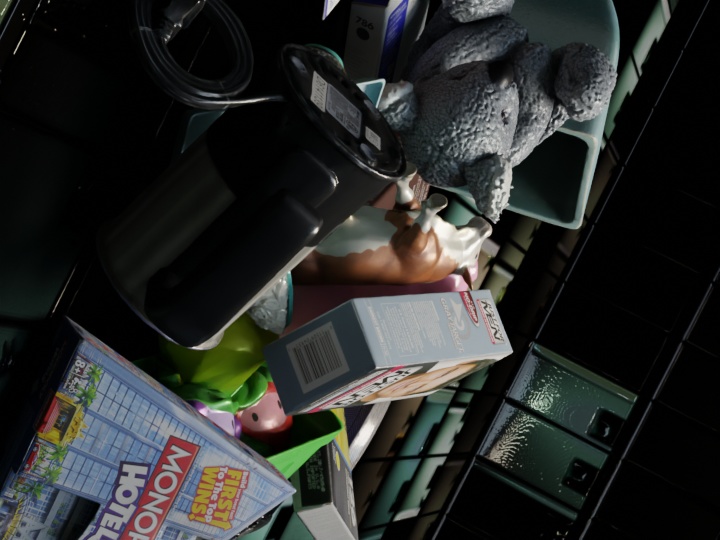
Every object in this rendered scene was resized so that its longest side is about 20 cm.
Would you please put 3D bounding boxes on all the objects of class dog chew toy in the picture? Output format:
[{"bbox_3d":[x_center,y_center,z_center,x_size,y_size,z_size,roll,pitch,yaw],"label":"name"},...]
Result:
[{"bbox_3d":[0.000,0.000,1.511,0.125,0.199,0.125,176,-90,-85],"label":"dog chew toy"}]

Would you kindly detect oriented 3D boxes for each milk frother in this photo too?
[{"bbox_3d":[-0.109,-0.071,1.156,0.188,0.200,0.181,-42,-178,20],"label":"milk frother"}]

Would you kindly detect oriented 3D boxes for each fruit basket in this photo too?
[{"bbox_3d":[-0.107,0.089,1.413,0.216,0.155,0.216,-45,160,-22],"label":"fruit basket"}]

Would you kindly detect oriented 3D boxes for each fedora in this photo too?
[{"bbox_3d":[-0.038,0.150,1.855,0.177,0.090,0.200,-53,-173,30],"label":"fedora"}]

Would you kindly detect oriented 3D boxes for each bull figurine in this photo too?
[{"bbox_3d":[0.013,-0.029,1.407,0.122,0.199,0.065,94,-13,-51],"label":"bull figurine"}]

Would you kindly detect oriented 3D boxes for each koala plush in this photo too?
[{"bbox_3d":[0.091,-0.130,1.496,0.184,0.177,0.200,-46,-174,31],"label":"koala plush"}]

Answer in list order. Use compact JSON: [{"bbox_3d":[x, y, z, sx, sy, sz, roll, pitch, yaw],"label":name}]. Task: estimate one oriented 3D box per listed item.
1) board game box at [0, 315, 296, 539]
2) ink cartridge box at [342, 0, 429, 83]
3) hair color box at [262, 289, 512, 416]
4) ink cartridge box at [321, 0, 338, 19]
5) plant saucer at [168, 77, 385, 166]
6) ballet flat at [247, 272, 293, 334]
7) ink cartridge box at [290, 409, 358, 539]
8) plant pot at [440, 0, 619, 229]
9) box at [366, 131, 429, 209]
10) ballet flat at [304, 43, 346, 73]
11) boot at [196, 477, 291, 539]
[{"bbox_3d":[-0.159,0.162,1.255,0.200,0.200,0.062,-64,-154,5],"label":"board game box"},{"bbox_3d":[0.023,-0.210,1.548,0.100,0.039,0.200,-52,164,-38],"label":"ink cartridge box"},{"bbox_3d":[0.025,0.064,1.420,0.099,0.061,0.200,-29,165,33],"label":"hair color box"},{"bbox_3d":[0.014,-0.283,1.299,0.200,0.037,0.095,-58,167,-31],"label":"ink cartridge box"},{"bbox_3d":[-0.064,-0.105,1.329,0.200,0.019,0.070,-17,136,-44],"label":"plant saucer"},{"bbox_3d":[-0.086,-0.033,1.312,0.072,0.072,0.200,-50,152,-43],"label":"ballet flat"},{"bbox_3d":[-0.035,0.157,1.656,0.200,0.047,0.198,65,16,-65],"label":"ink cartridge box"},{"bbox_3d":[0.170,-0.196,1.829,0.196,0.195,0.200,88,22,-64],"label":"plant pot"},{"bbox_3d":[-0.001,-0.065,1.664,0.200,0.075,0.100,-47,159,-45],"label":"box"},{"bbox_3d":[-0.038,-0.104,1.453,0.072,0.072,0.200,-57,159,-22],"label":"ballet flat"},{"bbox_3d":[-0.160,0.232,1.528,0.165,0.066,0.200,-32,176,21],"label":"boot"}]
